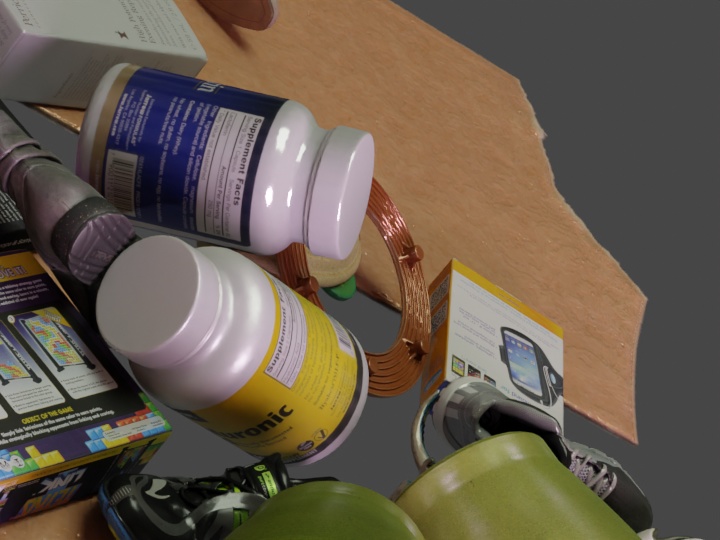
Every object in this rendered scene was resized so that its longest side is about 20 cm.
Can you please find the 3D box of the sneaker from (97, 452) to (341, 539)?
[{"bbox_3d":[-0.087,0.149,1.535,0.199,0.083,0.071,9,40,-45],"label":"sneaker"}]

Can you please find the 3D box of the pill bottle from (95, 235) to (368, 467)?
[{"bbox_3d":[-0.087,0.051,1.589,0.200,0.111,0.112,37,21,-52],"label":"pill bottle"}]

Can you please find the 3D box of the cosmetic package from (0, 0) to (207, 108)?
[{"bbox_3d":[-0.225,-0.184,1.852,0.199,0.074,0.102,3,45,-51],"label":"cosmetic package"}]

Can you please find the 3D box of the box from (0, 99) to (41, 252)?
[{"bbox_3d":[-0.290,-0.067,1.643,0.143,0.036,0.200,49,27,16],"label":"box"}]

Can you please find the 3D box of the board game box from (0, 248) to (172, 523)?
[{"bbox_3d":[-0.236,0.073,1.487,0.165,0.057,0.200,49,28,18],"label":"board game box"}]

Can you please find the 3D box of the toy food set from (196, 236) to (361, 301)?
[{"bbox_3d":[-0.078,-0.053,1.873,0.200,0.049,0.197,52,29,20],"label":"toy food set"}]

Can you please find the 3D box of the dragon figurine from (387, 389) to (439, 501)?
[{"bbox_3d":[0.075,0.183,1.714,0.099,0.059,0.201,28,31,-24],"label":"dragon figurine"}]

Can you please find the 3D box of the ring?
[{"bbox_3d":[0.000,0.000,1.841,0.200,0.019,0.202,36,44,-43],"label":"ring"}]

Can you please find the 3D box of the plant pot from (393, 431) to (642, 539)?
[{"bbox_3d":[0.111,0.216,1.553,0.200,0.200,0.194,4,46,-48],"label":"plant pot"}]

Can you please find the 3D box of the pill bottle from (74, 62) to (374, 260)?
[{"bbox_3d":[-0.097,-0.075,1.730,0.199,0.117,0.116,14,26,10],"label":"pill bottle"}]

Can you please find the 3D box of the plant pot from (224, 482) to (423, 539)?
[{"bbox_3d":[-0.025,0.219,1.405,0.200,0.201,0.193,37,18,-6],"label":"plant pot"}]

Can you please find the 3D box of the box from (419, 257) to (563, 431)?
[{"bbox_3d":[0.107,0.085,1.919,0.119,0.042,0.201,33,31,-15],"label":"box"}]

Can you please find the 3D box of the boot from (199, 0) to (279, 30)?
[{"bbox_3d":[-0.109,-0.294,2.160,0.200,0.070,0.146,50,27,16],"label":"boot"}]

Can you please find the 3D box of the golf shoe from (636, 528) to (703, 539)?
[{"bbox_3d":[0.237,0.244,1.777,0.200,0.097,0.079,24,31,-51],"label":"golf shoe"}]

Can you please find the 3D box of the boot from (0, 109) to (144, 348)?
[{"bbox_3d":[-0.198,-0.035,1.595,0.132,0.070,0.200,43,-16,20],"label":"boot"}]

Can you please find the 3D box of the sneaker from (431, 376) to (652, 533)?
[{"bbox_3d":[0.148,0.154,1.780,0.199,0.075,0.115,32,-6,-14],"label":"sneaker"}]
